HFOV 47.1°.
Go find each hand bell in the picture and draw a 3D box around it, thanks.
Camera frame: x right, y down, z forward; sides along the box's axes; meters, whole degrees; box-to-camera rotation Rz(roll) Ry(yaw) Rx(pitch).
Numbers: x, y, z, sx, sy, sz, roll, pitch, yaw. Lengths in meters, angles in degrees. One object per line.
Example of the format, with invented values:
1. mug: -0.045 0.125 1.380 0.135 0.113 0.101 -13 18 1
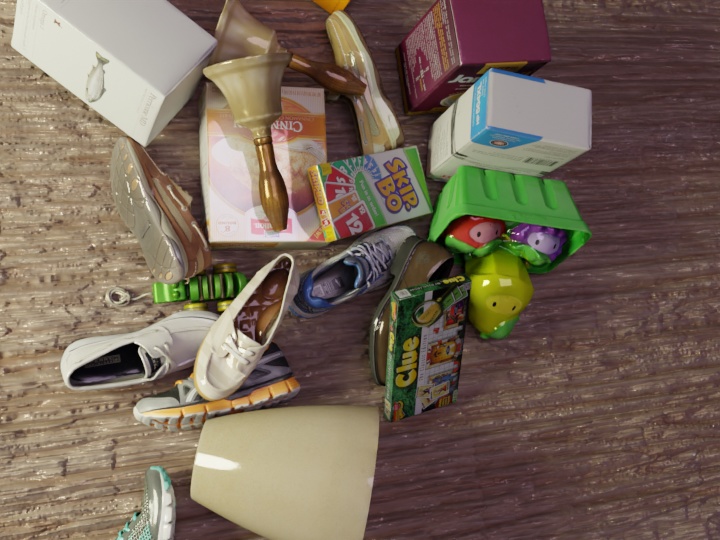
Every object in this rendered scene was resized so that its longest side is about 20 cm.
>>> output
1. hand bell: -0.086 -0.268 1.057 0.199 0.104 0.104 19 77 -8
2. hand bell: -0.113 -0.147 0.979 0.104 0.104 0.201 -14 99 -18

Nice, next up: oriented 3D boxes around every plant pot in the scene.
1. plant pot: -0.091 0.237 0.971 0.199 0.187 0.188 10 79 -3

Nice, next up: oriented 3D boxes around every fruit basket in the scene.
1. fruit basket: 0.191 -0.018 1.107 0.215 0.156 0.216 7 63 -15

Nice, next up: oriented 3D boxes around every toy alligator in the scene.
1. toy alligator: -0.210 0.024 1.015 0.199 0.054 0.060 -5 84 -18

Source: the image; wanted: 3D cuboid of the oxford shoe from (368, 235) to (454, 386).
1. oxford shoe: 0.067 0.060 1.063 0.073 0.084 0.201 11 98 -58

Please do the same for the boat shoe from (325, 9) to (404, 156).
1. boat shoe: -0.012 -0.248 1.110 0.076 0.072 0.201 -24 89 -3

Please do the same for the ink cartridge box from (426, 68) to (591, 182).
1. ink cartridge box: 0.189 -0.177 1.091 0.145 0.200 0.085 8 78 -16

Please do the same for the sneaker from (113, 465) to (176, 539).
1. sneaker: -0.263 0.326 0.950 0.091 0.078 0.201 7 79 -12

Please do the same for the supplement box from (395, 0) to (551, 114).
1. supplement box: 0.143 -0.286 1.090 0.130 0.200 0.104 -6 84 -17

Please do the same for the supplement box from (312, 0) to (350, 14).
1. supplement box: -0.024 -0.469 1.129 0.126 0.074 0.200 32 74 -11

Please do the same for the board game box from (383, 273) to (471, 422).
1. board game box: 0.083 0.101 1.046 0.104 0.023 0.201 -13 127 -20

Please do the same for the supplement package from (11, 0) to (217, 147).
1. supplement package: -0.293 -0.270 0.981 0.200 0.117 0.117 37 56 -7

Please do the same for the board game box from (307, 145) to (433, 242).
1. board game box: 0.023 -0.105 1.079 0.200 0.030 0.096 -18 96 -44

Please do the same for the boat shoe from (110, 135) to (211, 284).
1. boat shoe: -0.245 -0.075 1.011 0.072 0.076 0.200 -14 73 -44

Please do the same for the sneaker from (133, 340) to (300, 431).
1. sneaker: -0.177 0.142 1.005 0.199 0.078 0.077 -12 73 -22

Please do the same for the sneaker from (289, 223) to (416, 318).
1. sneaker: 0.000 0.000 1.067 0.200 0.085 0.077 -33 93 -19

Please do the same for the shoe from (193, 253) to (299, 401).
1. shoe: -0.133 0.062 0.977 0.070 0.053 0.200 32 65 -5

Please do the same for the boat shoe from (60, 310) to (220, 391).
1. boat shoe: -0.250 0.099 0.975 0.199 0.066 0.072 -8 111 -18

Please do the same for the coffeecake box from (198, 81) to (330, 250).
1. coffeecake box: -0.124 -0.129 1.053 0.153 0.073 0.201 -1 83 -18
